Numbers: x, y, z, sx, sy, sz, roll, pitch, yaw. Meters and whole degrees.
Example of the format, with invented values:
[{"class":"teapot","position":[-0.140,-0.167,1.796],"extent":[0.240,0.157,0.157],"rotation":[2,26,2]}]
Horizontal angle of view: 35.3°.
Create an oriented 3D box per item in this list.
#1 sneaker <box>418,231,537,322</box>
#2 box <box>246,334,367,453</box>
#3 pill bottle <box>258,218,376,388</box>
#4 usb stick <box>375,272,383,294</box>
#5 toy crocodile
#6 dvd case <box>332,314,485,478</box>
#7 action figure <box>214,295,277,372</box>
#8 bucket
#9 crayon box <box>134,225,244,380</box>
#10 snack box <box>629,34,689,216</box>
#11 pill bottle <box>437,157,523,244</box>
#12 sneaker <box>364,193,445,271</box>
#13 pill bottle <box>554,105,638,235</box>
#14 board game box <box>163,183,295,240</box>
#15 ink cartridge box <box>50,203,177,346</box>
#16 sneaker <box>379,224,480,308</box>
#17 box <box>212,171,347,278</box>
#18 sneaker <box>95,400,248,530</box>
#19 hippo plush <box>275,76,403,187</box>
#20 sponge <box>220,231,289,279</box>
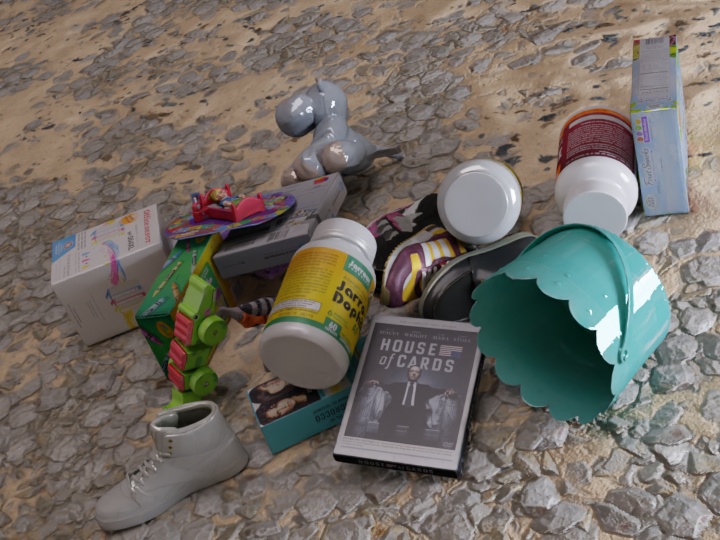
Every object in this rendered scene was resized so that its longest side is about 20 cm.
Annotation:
[{"class":"sneaker","position":[0.177,0.022,1.461],"extent":[0.199,0.075,0.106],"rotation":[-31,35,-16]},{"class":"box","position":[-0.038,0.149,1.423],"extent":[0.199,0.049,0.082],"rotation":[-25,34,-6]},{"class":"pill bottle","position":[-0.045,0.035,1.402],"extent":[0.112,0.113,0.201],"rotation":[-2,46,25]},{"class":"usb stick","position":[0.000,0.000,1.622],"extent":[0.199,0.033,0.055],"rotation":[18,42,43]},{"class":"toy crocodile","position":[-0.222,0.101,1.475],"extent":[0.062,0.201,0.067],"rotation":[-12,36,-41]},{"class":"dvd case","position":[0.063,0.144,1.341],"extent":[0.149,0.025,0.201],"rotation":[5,54,17]},{"class":"action figure","position":[-0.073,0.061,1.503],"extent":[0.199,0.105,0.193],"rotation":[20,35,38]},{"class":"bucket","position":[0.240,0.054,1.283],"extent":[0.135,0.208,0.207],"rotation":[-37,37,-29]},{"class":"crayon box","position":[-0.239,0.043,1.610],"extent":[0.058,0.119,0.201],"rotation":[-5,37,21]},{"class":"snack box","position":[0.413,-0.201,1.558],"extent":[0.067,0.169,0.201],"rotation":[-6,36,18]},{"class":"pill bottle","position":[0.162,-0.094,1.524],"extent":[0.112,0.114,0.200],"rotation":[-13,4,10]},{"class":"sneaker","position":[0.045,-0.044,1.613],"extent":[0.086,0.081,0.200],"rotation":[-19,4,42]},{"class":"pill bottle","position":[0.325,-0.131,1.558],"extent":[0.112,0.113,0.201],"rotation":[-7,36,19]},{"class":"board game box","position":[-0.197,-0.098,1.655],"extent":[0.199,0.039,0.158],"rotation":[-11,18,9]},{"class":"ink cartridge box","position":[-0.352,0.000,1.721],"extent":[0.199,0.126,0.129],"rotation":[-22,34,0]},{"class":"sneaker","position":[0.098,-0.002,1.507],"extent":[0.090,0.075,0.200],"rotation":[19,33,21]},{"class":"box","position":[-0.115,-0.069,1.669],"extent":[0.155,0.041,0.200],"rotation":[-14,27,20]},{"class":"sneaker","position":[-0.247,0.227,1.368],"extent":[0.199,0.116,0.074],"rotation":[-27,37,-7]},{"class":"hippo plush","position":[-0.054,-0.226,1.799],"extent":[0.199,0.162,0.159],"rotation":[-22,-3,3]},{"class":"sponge","position":[-0.151,-0.041,1.731],"extent":[0.111,0.030,0.200],"rotation":[-38,27,-25]}]
